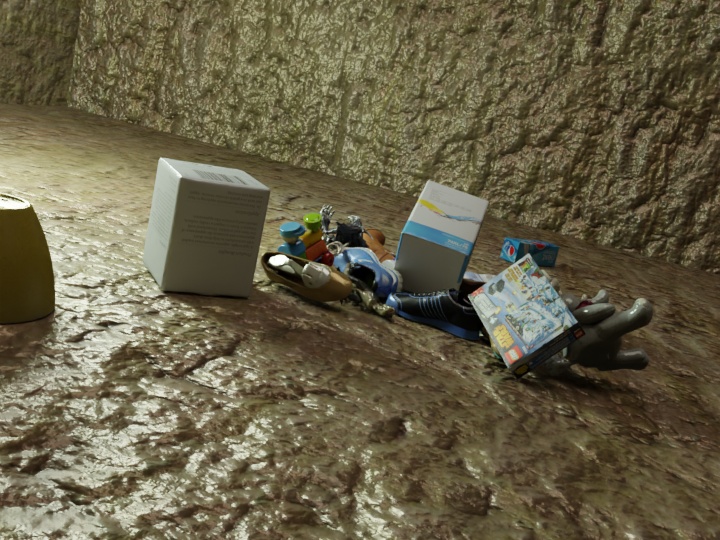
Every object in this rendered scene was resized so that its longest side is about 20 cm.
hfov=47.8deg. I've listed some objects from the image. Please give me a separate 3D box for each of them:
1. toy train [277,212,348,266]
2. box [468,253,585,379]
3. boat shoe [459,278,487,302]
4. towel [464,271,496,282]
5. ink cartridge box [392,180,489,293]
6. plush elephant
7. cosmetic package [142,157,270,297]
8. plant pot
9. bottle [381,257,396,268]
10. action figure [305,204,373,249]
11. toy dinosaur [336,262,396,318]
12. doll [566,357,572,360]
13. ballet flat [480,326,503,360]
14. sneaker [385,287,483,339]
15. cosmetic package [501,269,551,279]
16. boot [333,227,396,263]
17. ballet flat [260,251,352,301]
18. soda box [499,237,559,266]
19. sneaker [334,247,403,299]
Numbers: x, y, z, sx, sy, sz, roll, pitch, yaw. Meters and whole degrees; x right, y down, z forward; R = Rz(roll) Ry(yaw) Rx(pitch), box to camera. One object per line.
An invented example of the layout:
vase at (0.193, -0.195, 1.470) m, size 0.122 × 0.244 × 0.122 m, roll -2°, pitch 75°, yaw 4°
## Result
toy train at (-0.093, -0.068, 1.674) m, size 0.084 × 0.117 × 0.200 m, roll 21°, pitch 37°, yaw 32°
box at (0.281, 0.075, 1.399) m, size 0.040 × 0.136 × 0.201 m, roll 47°, pitch 13°, yaw -37°
boat shoe at (0.268, 0.056, 1.751) m, size 0.072 × 0.073 × 0.199 m, roll 0°, pitch 12°, yaw -41°
towel at (0.307, 0.032, 2.005) m, size 0.198 × 0.024 × 0.147 m, roll 10°, pitch 14°, yaw -17°
ink cartridge box at (0.168, -0.061, 1.719) m, size 0.145 × 0.148 × 0.201 m, roll 19°, pitch 43°, yaw 8°
plush elephant at (0.400, 0.094, 1.437) m, size 0.198 × 0.165 × 0.156 m, roll -18°, pitch 43°, yaw 7°
cosmetic package at (-0.276, -0.076, 1.437) m, size 0.164 × 0.202 × 0.165 m, roll 7°, pitch 15°, yaw -29°
plant pot at (-0.513, -0.029, 1.114) m, size 0.198 × 0.143 × 0.200 m, roll 13°, pitch 12°, yaw -3°
bottle at (0.124, 0.000, 1.833) m, size 0.199 × 0.066 × 0.084 m, roll -1°, pitch 39°, yaw -48°
action figure at (-0.053, -0.092, 1.824) m, size 0.199 × 0.103 × 0.119 m, roll -11°, pitch -29°, yaw 38°
toy dinosaur at (-0.009, 0.035, 1.556) m, size 0.088 × 0.048 × 0.200 m, roll 17°, pitch 21°, yaw -40°
doll at (0.413, 0.129, 1.623) m, size 0.135 × 0.049 × 0.200 m, roll 14°, pitch 13°, yaw -3°
ballet flat at (0.267, 0.111, 1.514) m, size 0.068 × 0.064 × 0.200 m, roll 14°, pitch 12°, yaw -6°
sneaker at (0.146, 0.065, 1.554) m, size 0.198 × 0.079 × 0.070 m, roll 18°, pitch 13°, yaw 20°
cosmetic package at (0.373, 0.050, 1.805) m, size 0.102 × 0.074 × 0.200 m, roll -3°, pitch 8°, yaw 7°
boot at (0.048, -0.043, 1.922) m, size 0.154 × 0.077 × 0.199 m, roll 18°, pitch 16°, yaw 28°
ballet flat at (-0.108, 0.009, 1.515) m, size 0.199 × 0.069 × 0.063 m, roll 13°, pitch -25°, yaw 32°
soda box at (0.528, -0.057, 2.529) m, size 0.199 × 0.068 × 0.064 m, roll 3°, pitch 16°, yaw -40°
sneaker at (0.000, 0.000, 1.688) m, size 0.089 × 0.079 × 0.200 m, roll 7°, pitch 14°, yaw -39°
